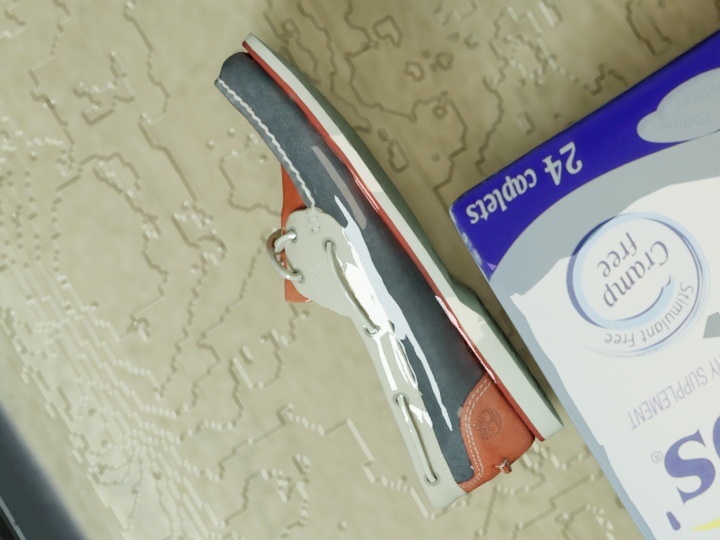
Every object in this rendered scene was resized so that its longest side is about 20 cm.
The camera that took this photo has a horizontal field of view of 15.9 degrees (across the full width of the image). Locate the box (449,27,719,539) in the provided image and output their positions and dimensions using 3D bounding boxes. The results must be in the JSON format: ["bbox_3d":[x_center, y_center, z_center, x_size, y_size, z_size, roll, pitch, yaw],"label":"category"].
[{"bbox_3d":[0.163,0.014,0.974,0.183,0.105,0.201,-33,83,5],"label":"box"}]

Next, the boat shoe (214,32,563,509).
[{"bbox_3d":[0.000,0.000,1.013,0.062,0.071,0.200,-35,98,7],"label":"boat shoe"}]
